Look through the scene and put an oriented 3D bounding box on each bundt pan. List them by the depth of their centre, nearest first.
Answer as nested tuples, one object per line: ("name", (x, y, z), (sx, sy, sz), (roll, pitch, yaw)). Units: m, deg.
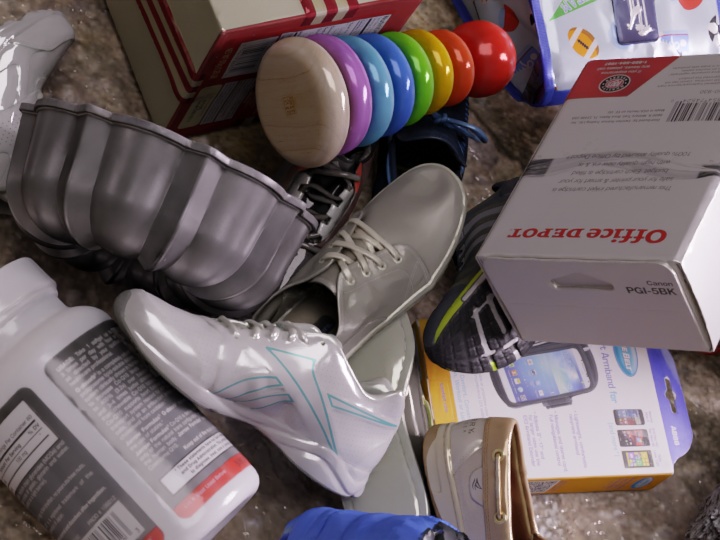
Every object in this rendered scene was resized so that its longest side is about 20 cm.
("bundt pan", (-0.132, -0.029, 1.069), (0.201, 0.202, 0.076), (23, 77, -9))

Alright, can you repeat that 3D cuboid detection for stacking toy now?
("stacking toy", (0.030, -0.131, 1.160), (0.200, 0.085, 0.086), (-18, 73, -37))

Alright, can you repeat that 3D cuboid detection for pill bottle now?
("pill bottle", (-0.166, 0.095, 1.038), (0.200, 0.116, 0.116), (46, 59, 5))

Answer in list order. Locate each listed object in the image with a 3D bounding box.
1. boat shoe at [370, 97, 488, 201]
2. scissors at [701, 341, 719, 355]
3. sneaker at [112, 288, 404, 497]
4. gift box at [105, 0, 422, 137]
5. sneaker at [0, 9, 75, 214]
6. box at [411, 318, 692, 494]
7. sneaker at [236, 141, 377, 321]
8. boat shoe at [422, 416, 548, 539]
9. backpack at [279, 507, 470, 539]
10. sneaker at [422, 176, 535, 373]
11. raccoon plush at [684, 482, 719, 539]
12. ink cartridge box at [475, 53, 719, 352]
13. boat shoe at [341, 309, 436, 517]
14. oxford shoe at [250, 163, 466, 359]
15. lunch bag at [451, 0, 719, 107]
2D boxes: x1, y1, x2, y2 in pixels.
("boat shoe", (0.053, -0.078, 1.232), (0.084, 0.069, 0.201), (13, 61, -14))
("scissors", (0.193, 0.025, 1.224), (0.200, 0.014, 0.073), (6, 56, -42))
("sneaker", (-0.060, 0.057, 1.044), (0.200, 0.070, 0.080), (34, 95, -23))
("gift box", (-0.091, -0.218, 1.180), (0.199, 0.185, 0.187), (-12, 72, -32))
("sneaker", (-0.244, -0.085, 1.130), (0.099, 0.078, 0.200), (41, 66, -7))
("box", (0.133, 0.094, 1.197), (0.199, 0.041, 0.119), (2, 64, -22))
("sneaker", (-0.037, -0.050, 1.176), (0.077, 0.082, 0.201), (24, 59, -8))
("boat shoe", (0.099, 0.188, 1.087), (0.074, 0.069, 0.201), (-25, 97, -70))
("backpack", (-0.011, 0.237, 0.992), (0.167, 0.163, 0.201), (5, 59, 27))
("sneaker", (0.092, 0.000, 1.185), (0.200, 0.081, 0.074), (-48, 127, -41))
("raccoon plush", (0.250, 0.149, 1.189), (0.199, 0.097, 0.134), (-3, 59, -22))
("ink cartridge box", (0.187, -0.047, 1.121), (0.200, 0.146, 0.083), (-58, 134, -33))
("boat shoe", (0.011, 0.098, 1.136), (0.072, 0.060, 0.202), (-13, 64, 8))
("oxford shoe", (0.000, 0.000, 1.122), (0.075, 0.058, 0.200), (33, 67, 28))
("lunch bag", (0.170, -0.214, 1.298), (0.169, 0.124, 0.200), (-10, 59, -21))
